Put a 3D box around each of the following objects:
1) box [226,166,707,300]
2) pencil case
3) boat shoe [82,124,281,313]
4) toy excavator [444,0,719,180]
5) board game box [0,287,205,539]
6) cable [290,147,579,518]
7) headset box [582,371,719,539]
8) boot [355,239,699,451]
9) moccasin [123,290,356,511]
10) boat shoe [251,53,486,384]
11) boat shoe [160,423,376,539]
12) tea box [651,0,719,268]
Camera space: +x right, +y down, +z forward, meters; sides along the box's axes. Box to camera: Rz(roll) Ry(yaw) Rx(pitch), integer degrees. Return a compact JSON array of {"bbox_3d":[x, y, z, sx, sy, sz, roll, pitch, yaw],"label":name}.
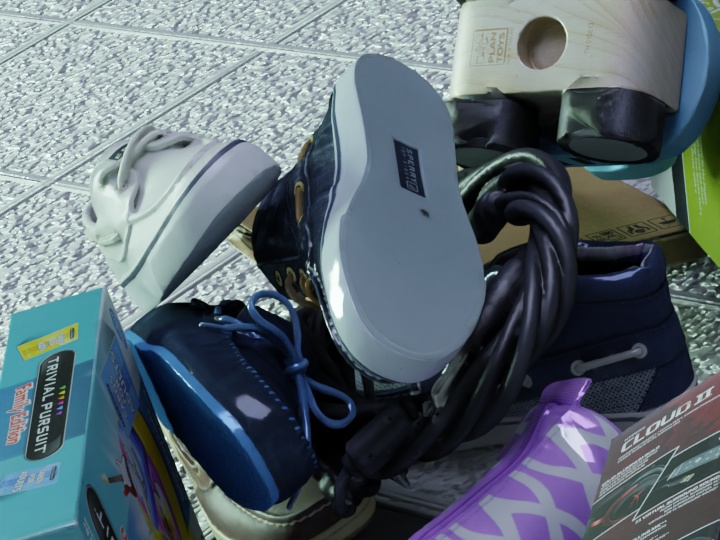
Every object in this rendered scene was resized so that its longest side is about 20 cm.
[{"bbox_3d":[0.052,-0.018,1.496,0.199,0.021,0.163,-13,23,-24],"label":"box"},{"bbox_3d":[0.039,0.128,1.167,0.084,0.086,0.200,-13,17,46],"label":"pencil case"},{"bbox_3d":[-0.087,-0.032,1.288,0.072,0.066,0.200,-45,2,-11],"label":"boat shoe"},{"bbox_3d":[0.101,-0.078,1.401,0.193,0.101,0.200,-1,-16,33],"label":"toy excavator"},{"bbox_3d":[-0.103,0.120,1.182,0.047,0.152,0.200,-17,25,6],"label":"board game box"},{"bbox_3d":[0.031,0.010,1.271,0.163,0.051,0.200,-47,20,22],"label":"cable"},{"bbox_3d":[0.146,0.134,1.007,0.075,0.149,0.200,-34,14,28],"label":"headset box"},{"bbox_3d":[0.057,0.031,1.353,0.199,0.091,0.073,-4,27,21],"label":"boot"},{"bbox_3d":[-0.051,0.040,1.227,0.068,0.081,0.200,-27,22,-10],"label":"moccasin"},{"bbox_3d":[0.000,0.000,1.225,0.071,0.091,0.201,26,33,-17],"label":"boat shoe"},{"bbox_3d":[-0.057,0.070,1.341,0.072,0.072,0.200,-32,29,-7],"label":"boat shoe"},{"bbox_3d":[0.257,-0.083,1.411,0.199,0.134,0.197,-12,26,-10],"label":"tea box"}]
